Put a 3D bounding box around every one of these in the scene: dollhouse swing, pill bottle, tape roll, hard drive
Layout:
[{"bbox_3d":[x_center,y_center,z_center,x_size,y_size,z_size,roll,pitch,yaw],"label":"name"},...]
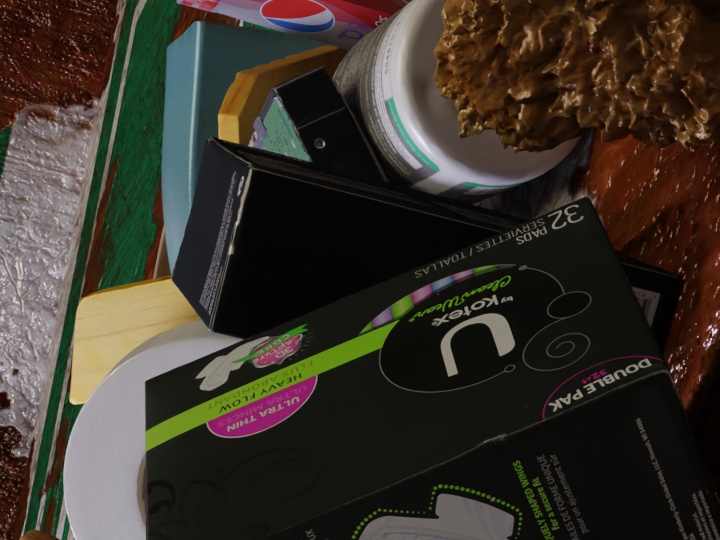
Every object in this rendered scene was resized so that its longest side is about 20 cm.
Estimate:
[{"bbox_3d":[-0.092,-0.034,1.360,0.200,0.180,0.177,-29,-74,-61],"label":"dollhouse swing"},{"bbox_3d":[0.044,-0.090,1.170,0.200,0.112,0.114,160,123,-73],"label":"pill bottle"},{"bbox_3d":[-0.076,0.129,1.262,0.037,0.201,0.204,-57,-13,-71],"label":"tape roll"},{"bbox_3d":[0.000,0.000,1.172,0.201,0.038,0.140,62,163,8],"label":"hard drive"}]

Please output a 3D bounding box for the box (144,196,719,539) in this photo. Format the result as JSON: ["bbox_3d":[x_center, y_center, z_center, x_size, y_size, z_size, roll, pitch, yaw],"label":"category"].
[{"bbox_3d":[0.029,0.087,0.819,0.149,0.198,0.125,-104,-9,-63],"label":"box"}]

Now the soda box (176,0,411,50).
[{"bbox_3d":[-0.003,-0.174,1.257,0.063,0.198,0.071,141,141,-66],"label":"soda box"}]

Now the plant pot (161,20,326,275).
[{"bbox_3d":[-0.078,-0.070,1.611,0.141,0.140,0.202,170,106,-75],"label":"plant pot"}]

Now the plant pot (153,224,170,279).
[{"bbox_3d":[-0.109,-0.041,1.768,0.201,0.092,0.203,-168,90,-79],"label":"plant pot"}]

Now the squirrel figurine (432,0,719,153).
[{"bbox_3d":[0.092,-0.148,0.877,0.141,0.185,0.202,-177,100,-76],"label":"squirrel figurine"}]

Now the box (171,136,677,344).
[{"bbox_3d":[0.024,0.004,0.976,0.141,0.198,0.080,-135,60,-75],"label":"box"}]

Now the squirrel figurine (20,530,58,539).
[{"bbox_3d":[-0.127,0.226,1.407,0.186,0.140,0.202,-38,53,52],"label":"squirrel figurine"}]
